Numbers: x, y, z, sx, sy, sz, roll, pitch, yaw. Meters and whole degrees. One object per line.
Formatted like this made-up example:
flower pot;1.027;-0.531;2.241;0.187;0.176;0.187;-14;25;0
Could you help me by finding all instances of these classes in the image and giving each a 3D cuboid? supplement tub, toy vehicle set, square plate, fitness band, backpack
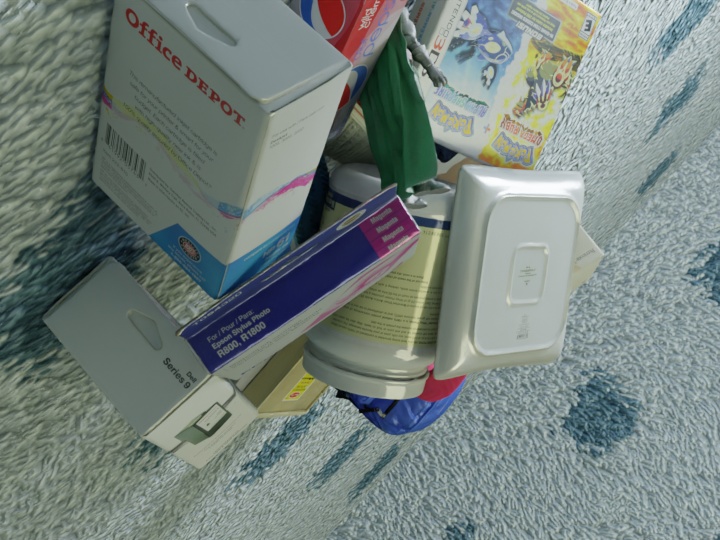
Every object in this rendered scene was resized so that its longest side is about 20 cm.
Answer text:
supplement tub;0.023;0.008;1.114;0.145;0.145;0.200;-12;117;-64
toy vehicle set;-0.069;0.123;1.411;0.124;0.027;0.200;-49;164;6
square plate;0.151;0.002;1.109;0.200;0.028;0.198;-2;102;-46
fitness band;0.099;0.067;1.208;0.144;0.037;0.200;-65;-176;-14
backpack;0.034;0.136;1.633;0.163;0.200;0.168;-50;164;14

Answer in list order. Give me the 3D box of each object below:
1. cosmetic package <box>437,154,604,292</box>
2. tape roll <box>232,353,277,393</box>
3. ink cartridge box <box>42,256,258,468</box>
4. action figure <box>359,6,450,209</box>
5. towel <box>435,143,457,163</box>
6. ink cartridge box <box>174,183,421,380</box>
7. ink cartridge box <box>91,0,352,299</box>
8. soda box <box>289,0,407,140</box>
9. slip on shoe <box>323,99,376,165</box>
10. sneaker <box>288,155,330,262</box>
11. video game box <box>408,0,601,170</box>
cosmetic package;0.157;-0.054;1.255;0.105;0.200;0.071;-32;162;-17
tape roll;-0.112;0.090;1.387;0.200;0.066;0.200;-43;163;-16
ink cartridge box;-0.184;0.088;1.049;0.084;0.146;0.200;-42;163;-7
action figure;0.033;-0.154;0.981;0.055;0.200;0.118;-3;167;-27
towel;0.116;-0.206;1.174;0.200;0.112;0.049;-43;-174;-18
ink cartridge box;-0.042;0.017;0.927;0.196;0.043;0.200;-34;175;-2
ink cartridge box;-0.102;-0.100;0.799;0.085;0.145;0.200;-36;161;-35
soda box;-0.020;-0.192;0.942;0.070;0.063;0.200;-30;158;-46
slip on shoe;-0.004;-0.141;1.129;0.200;0.074;0.061;30;66;-67
sneaker;-0.077;-0.042;1.138;0.077;0.081;0.200;-46;148;-47
video game box;0.121;-0.197;1.093;0.200;0.047;0.182;17;100;-42
